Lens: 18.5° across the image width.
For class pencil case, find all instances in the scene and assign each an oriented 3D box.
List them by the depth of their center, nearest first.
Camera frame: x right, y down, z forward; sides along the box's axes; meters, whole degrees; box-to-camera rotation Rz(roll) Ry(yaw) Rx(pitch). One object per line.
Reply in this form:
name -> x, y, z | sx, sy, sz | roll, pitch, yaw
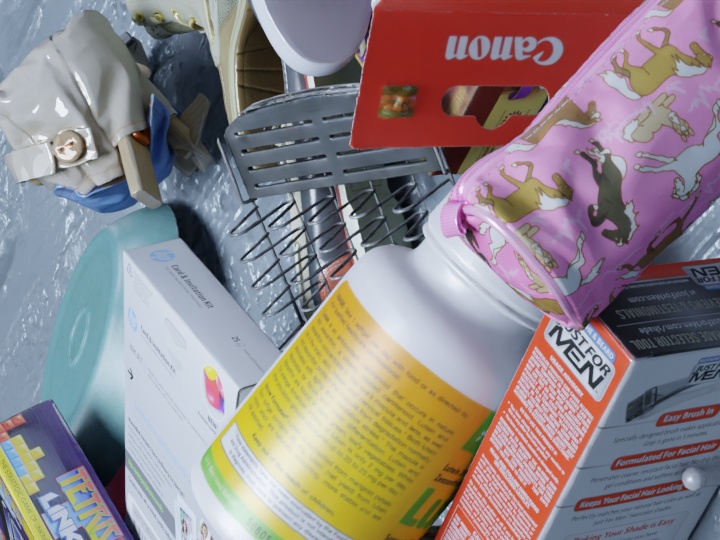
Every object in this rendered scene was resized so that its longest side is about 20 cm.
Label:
pencil case -> 0.127, -0.066, 0.955 | 0.087, 0.083, 0.200 | 41, 84, 25

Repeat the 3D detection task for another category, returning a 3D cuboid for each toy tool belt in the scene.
toy tool belt -> -0.154, -0.080, 1.404 | 0.125, 0.200, 0.123 | -43, 84, 4

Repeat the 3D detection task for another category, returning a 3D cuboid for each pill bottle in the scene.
pill bottle -> 0.018, 0.059, 1.079 | 0.200, 0.111, 0.111 | -51, 49, 13

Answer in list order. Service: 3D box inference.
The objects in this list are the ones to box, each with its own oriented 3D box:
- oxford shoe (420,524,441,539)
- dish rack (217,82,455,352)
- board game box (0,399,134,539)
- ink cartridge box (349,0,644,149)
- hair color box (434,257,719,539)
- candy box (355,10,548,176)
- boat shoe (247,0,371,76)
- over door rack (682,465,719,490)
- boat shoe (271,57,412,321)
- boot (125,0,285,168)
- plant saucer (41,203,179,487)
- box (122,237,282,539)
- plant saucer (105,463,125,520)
oxford shoe -> 0.024, 0.172, 1.148 | 0.200, 0.071, 0.074 | 8, -102, -82
dish rack -> 0.000, 0.000, 1.177 | 0.153, 0.055, 0.200 | -8, 112, 35
board game box -> -0.165, 0.204, 1.384 | 0.200, 0.057, 0.165 | 56, 160, 26
ink cartridge box -> 0.088, -0.146, 1.021 | 0.057, 0.162, 0.200 | 33, 120, 55
hair color box -> 0.115, 0.092, 1.054 | 0.064, 0.111, 0.200 | 53, 134, 36
candy box -> 0.035, -0.161, 1.189 | 0.200, 0.056, 0.117 | 61, 139, 33
boat shoe -> -0.049, -0.184, 1.204 | 0.066, 0.070, 0.200 | -52, 52, 56
over door rack -> 0.219, 0.145, 0.949 | 0.200, 0.067, 0.148 | -16, 81, 55
boat shoe -> -0.020, -0.064, 1.261 | 0.063, 0.071, 0.200 | -14, 87, 36
boot -> -0.084, -0.151, 1.350 | 0.155, 0.072, 0.200 | -9, 83, 56
plant saucer -> -0.172, 0.047, 1.465 | 0.200, 0.036, 0.200 | -50, 31, 47
box -> -0.088, 0.105, 1.249 | 0.156, 0.041, 0.200 | 45, 141, 49
plant saucer -> -0.102, 0.152, 1.428 | 0.200, 0.051, 0.201 | 8, 99, 55
